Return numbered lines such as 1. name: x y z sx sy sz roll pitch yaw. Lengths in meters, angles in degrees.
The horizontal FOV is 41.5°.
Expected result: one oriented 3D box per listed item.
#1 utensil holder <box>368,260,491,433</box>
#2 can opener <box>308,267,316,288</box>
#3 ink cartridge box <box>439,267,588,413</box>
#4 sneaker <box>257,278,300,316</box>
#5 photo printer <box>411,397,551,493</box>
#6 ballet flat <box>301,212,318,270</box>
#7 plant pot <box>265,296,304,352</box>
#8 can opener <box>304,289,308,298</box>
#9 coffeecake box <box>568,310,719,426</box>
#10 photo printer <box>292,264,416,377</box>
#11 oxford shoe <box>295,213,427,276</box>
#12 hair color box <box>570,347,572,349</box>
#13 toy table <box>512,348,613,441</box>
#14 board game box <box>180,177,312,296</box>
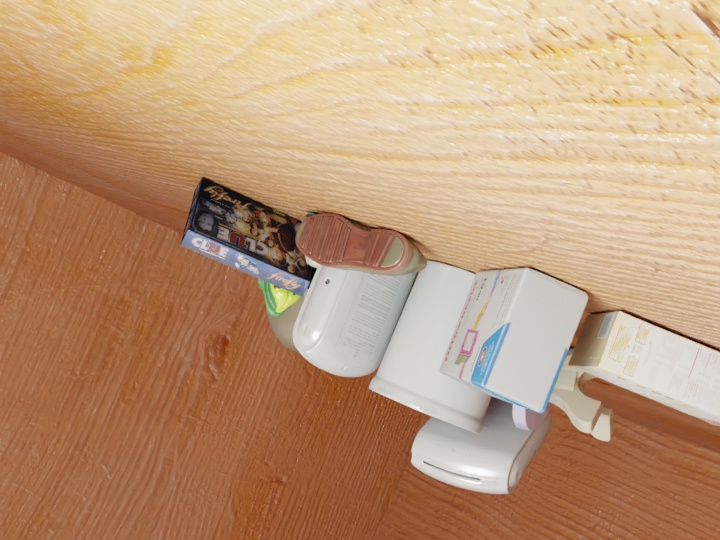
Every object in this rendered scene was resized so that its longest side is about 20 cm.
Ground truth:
1. utensil holder: 0.126 0.107 1.348 0.169 0.201 0.170 23 176 2
2. can opener: -0.060 0.018 1.530 0.079 0.063 0.200 34 -176 -28
3. ink cartridge box: 0.176 0.079 1.140 0.084 0.145 0.200 23 175 -7
4. sneaker: -0.138 -0.010 1.529 0.074 0.084 0.200 19 -141 -22
5. photo printer: 0.180 0.257 1.433 0.166 0.070 0.200 12 -155 27
6. ballet flat: -0.050 -0.031 1.422 0.068 0.067 0.200 20 174 15
7. plant pot: -0.057 0.054 1.764 0.134 0.201 0.200 -3 158 44
8. can opener: -0.017 0.069 1.616 0.200 0.053 0.066 32 -149 29
9. coffeecake box: 0.370 0.121 1.143 0.199 0.073 0.154 22 175 1
10. photo printer: -0.009 0.052 1.368 0.069 0.201 0.166 18 174 38
11. oxford shoe: -0.003 -0.026 1.263 0.200 0.071 0.074 19 177 39
12. hair color box: 0.361 0.171 1.804 0.100 0.061 0.200 21 175 14
13. toy table: 0.308 0.159 1.381 0.117 0.200 0.184 8 135 28
14. board game box: -0.166 -0.052 1.449 0.199 0.035 0.136 24 -143 -18
